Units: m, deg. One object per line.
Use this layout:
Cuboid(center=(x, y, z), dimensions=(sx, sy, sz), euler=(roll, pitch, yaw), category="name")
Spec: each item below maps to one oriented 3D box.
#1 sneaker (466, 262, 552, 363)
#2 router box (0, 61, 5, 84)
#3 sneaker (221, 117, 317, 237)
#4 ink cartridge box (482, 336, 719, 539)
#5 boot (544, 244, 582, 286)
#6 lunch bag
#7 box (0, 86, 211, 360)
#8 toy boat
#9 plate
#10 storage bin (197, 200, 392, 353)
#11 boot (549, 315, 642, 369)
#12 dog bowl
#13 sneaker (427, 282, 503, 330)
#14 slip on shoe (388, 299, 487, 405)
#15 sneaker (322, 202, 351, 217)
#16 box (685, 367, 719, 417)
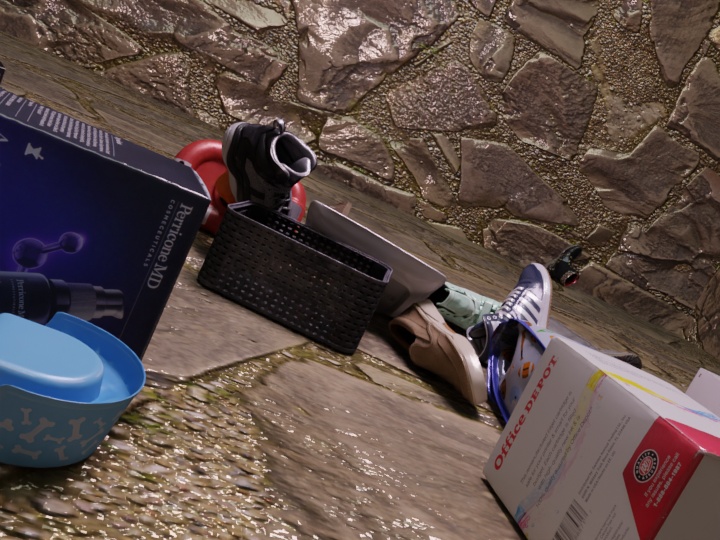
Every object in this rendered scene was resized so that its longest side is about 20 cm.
Cuboid(center=(0.223, 0.062, 1.096), dimensions=(0.108, 0.201, 0.070), euler=(18, -33, -8), category="sneaker")
Cuboid(center=(-0.763, -0.395, 1.321), dimensions=(0.200, 0.052, 0.157), euler=(18, 12, -35), category="router box")
Cuboid(center=(-0.107, -0.099, 0.944), dimensions=(0.114, 0.201, 0.075), euler=(-1, 21, 43), category="sneaker")
Cuboid(center=(0.217, 0.168, 0.566), dimensions=(0.144, 0.146, 0.200), euler=(22, 11, -18), category="ink cartridge box")
Cuboid(center=(0.903, -0.018, 3.122), dimensions=(0.074, 0.203, 0.154), euler=(60, -7, -34), category="boot")
Cuboid(center=(0.248, 0.142, 0.853), dimensions=(0.170, 0.124, 0.200), euler=(22, 18, -12), category="lunch bag")
Cuboid(center=(-0.228, -0.034, 0.512), dimensions=(0.199, 0.148, 0.104), euler=(20, 11, -25), category="box")
Cuboid(center=(-0.178, -0.114, 1.035), dimensions=(0.199, 0.131, 0.131), euler=(24, -11, 0), category="toy boat")
Cuboid(center=(0.000, 0.000, 0.995), dimensions=(0.200, 0.032, 0.200), euler=(30, -22, -2), category="plate")
Cuboid(center=(-0.072, 0.004, 0.858), dimensions=(0.199, 0.094, 0.135), euler=(25, 10, 2), category="storage bin")
Cuboid(center=(0.430, 0.151, 1.435), dimensions=(0.181, 0.073, 0.200), euler=(20, 4, -37), category="boot")
Cuboid(center=(-0.222, 0.047, 0.396), dimensions=(0.199, 0.050, 0.112), euler=(23, 10, -15), category="dog bowl")
Cuboid(center=(0.186, 0.075, 1.168), dimensions=(0.200, 0.074, 0.118), euler=(21, -1, 37), category="sneaker")
Cuboid(center=(0.090, 0.099, 0.874), dimensions=(0.060, 0.076, 0.200), euler=(-18, 31, -9), category="slip on shoe")
Cuboid(center=(-0.066, -0.124, 1.588), dimensions=(0.075, 0.071, 0.200), euler=(24, 10, -4), category="sneaker")
Cuboid(center=(0.730, 0.282, 1.372), dimensions=(0.199, 0.098, 0.124), euler=(24, 10, -11), category="box")
